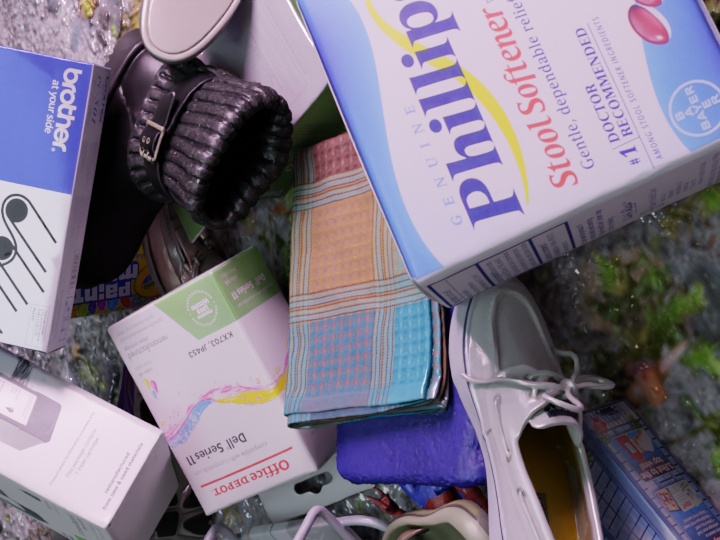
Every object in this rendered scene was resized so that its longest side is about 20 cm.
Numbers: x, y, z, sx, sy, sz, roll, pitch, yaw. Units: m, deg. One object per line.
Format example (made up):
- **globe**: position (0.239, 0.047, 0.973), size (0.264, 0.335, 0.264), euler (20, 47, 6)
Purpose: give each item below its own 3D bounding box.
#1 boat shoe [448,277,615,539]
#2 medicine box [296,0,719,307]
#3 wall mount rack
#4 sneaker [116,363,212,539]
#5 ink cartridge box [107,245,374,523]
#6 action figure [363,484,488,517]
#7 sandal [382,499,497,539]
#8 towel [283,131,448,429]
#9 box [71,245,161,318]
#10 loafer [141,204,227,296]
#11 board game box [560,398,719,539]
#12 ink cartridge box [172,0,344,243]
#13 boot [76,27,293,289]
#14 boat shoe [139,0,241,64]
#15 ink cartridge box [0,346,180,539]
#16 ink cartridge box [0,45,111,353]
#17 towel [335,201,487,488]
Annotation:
- **boat shoe**: position (0.103, 0.085, 0.756), size (0.086, 0.074, 0.205), euler (-43, 46, 54)
- **medicine box**: position (0.092, -0.106, 0.751), size (0.198, 0.103, 0.184), euler (-25, 77, 8)
- **wall mount rack**: position (-0.030, 0.254, 1.000), size (0.198, 0.075, 0.174), euler (-18, 121, 42)
- **sneaker**: position (-0.174, 0.166, 1.133), size (0.083, 0.080, 0.204), euler (1, 88, 56)
- **ink cartridge box**: position (-0.086, 0.101, 0.986), size (0.116, 0.067, 0.202), euler (-26, 94, 31)
- **action figure**: position (0.044, 0.147, 0.930), size (0.066, 0.051, 0.201), euler (-48, 66, 30)
- **sandal**: position (0.043, 0.194, 0.849), size (0.080, 0.057, 0.201), euler (47, 158, 9)
- **towel**: position (0.000, 0.000, 0.894), size (0.145, 0.022, 0.203), euler (-14, 70, 44)
- **box**: position (-0.257, -0.066, 1.077), size (0.121, 0.198, 0.196), euler (10, 103, 41)
- **loafer**: position (-0.119, 0.019, 1.059), size (0.062, 0.072, 0.203), euler (-14, 93, 26)
- **board game box**: position (0.178, 0.220, 0.803), size (0.199, 0.061, 0.202), euler (39, 120, 34)
- **ink cartridge box**: position (-0.077, -0.121, 0.995), size (0.200, 0.059, 0.105), euler (-45, 66, 37)
- **boot**: position (-0.142, -0.057, 0.960), size (0.157, 0.079, 0.214), euler (34, 112, 35)
- **boat shoe**: position (-0.109, -0.228, 0.964), size (0.057, 0.066, 0.203), euler (134, 155, -68)
- **ink cartridge box**: position (-0.245, 0.132, 1.008), size (0.198, 0.085, 0.146), euler (26, 158, 9)
- **ink cartridge box**: position (-0.240, -0.051, 0.936), size (0.092, 0.044, 0.203), euler (11, 95, 6)
- **towel**: position (0.047, 0.042, 0.886), size (0.146, 0.049, 0.204), euler (-7, 76, 47)
